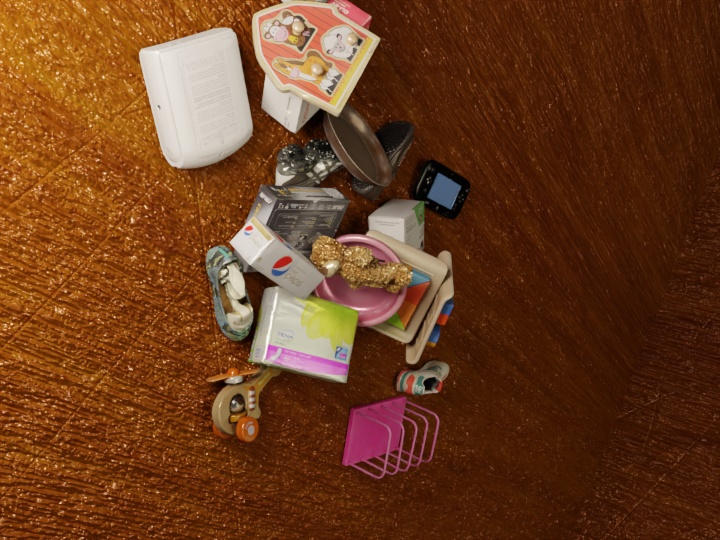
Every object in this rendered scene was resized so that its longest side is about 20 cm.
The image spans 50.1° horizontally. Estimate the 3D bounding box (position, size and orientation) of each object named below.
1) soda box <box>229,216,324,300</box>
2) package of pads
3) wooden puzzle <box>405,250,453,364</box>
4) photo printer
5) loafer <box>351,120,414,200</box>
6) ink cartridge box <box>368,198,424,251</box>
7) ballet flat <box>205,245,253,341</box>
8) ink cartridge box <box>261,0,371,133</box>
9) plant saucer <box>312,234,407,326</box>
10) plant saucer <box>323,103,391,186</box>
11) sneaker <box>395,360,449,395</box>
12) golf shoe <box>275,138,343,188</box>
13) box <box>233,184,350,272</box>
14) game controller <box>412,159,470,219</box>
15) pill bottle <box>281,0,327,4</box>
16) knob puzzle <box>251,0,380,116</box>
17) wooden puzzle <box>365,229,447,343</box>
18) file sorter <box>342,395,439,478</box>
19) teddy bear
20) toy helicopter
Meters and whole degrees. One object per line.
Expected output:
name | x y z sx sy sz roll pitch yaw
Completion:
soda box | -0.143 -0.018 1.363 0.064 0.068 0.200 -47 149 2
package of pads | -0.105 0.123 1.490 0.199 0.068 0.155 18 75 -31
wooden puzzle | 0.158 0.083 1.670 0.186 0.046 0.201 -84 -163 -57
photo printer | -0.256 -0.270 1.235 0.166 0.069 0.201 -33 127 -39
loafer | 0.050 -0.231 1.627 0.200 0.073 0.071 -54 148 -15
ink cartridge box | 0.081 -0.040 1.677 0.145 0.084 0.201 -43 135 -60
ballet flat | -0.227 0.052 1.382 0.074 0.074 0.201 -39 130 -35
ink cartridge box | -0.079 -0.362 1.354 0.200 0.083 0.145 -51 174 -26
plant saucer | -0.003 0.015 1.564 0.051 0.199 0.201 -68 155 -63
plant saucer | -0.011 -0.243 1.492 0.200 0.032 0.201 43 29 -32
sneaker | 0.179 0.278 1.928 0.199 0.093 0.071 -4 106 -49
golf shoe | -0.094 -0.194 1.469 0.200 0.078 0.095 -17 138 -49
box | -0.127 -0.077 1.432 0.200 0.048 0.159 -5 129 -49
game controller | 0.193 -0.189 1.825 0.200 0.042 0.105 19 88 -51
pill bottle | -0.047 -0.520 1.276 0.114 0.199 0.115 24 58 -45
knob puzzle | -0.085 -0.370 1.257 0.220 0.219 0.030 -52 179 -24
wooden puzzle | 0.061 0.038 1.606 0.037 0.184 0.201 -68 -178 -68
file sorter | 0.076 0.396 1.821 0.200 0.125 0.140 -2 104 -50
teddy bear | 0.000 0.000 1.457 0.199 0.145 0.067 24 73 -28
toy helicopter | -0.216 0.221 1.470 0.200 0.079 0.133 -49 127 -43
